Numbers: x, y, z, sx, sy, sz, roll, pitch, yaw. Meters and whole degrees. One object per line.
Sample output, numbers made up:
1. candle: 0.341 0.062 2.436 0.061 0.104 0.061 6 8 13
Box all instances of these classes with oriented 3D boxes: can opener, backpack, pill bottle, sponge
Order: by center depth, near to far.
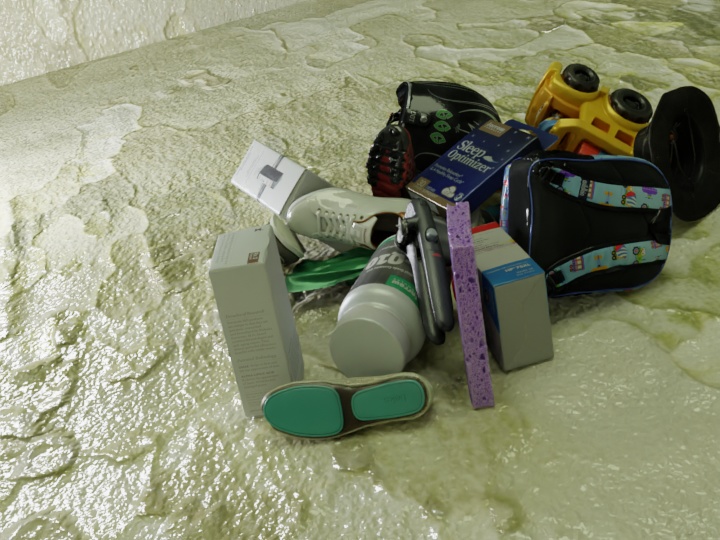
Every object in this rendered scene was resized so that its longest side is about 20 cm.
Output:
1. sponge: 0.122 0.038 1.134 0.029 0.203 0.112 -7 26 5
2. can opener: 0.083 -0.005 1.194 0.077 0.064 0.202 3 46 -9
3. pill bottle: 0.038 0.048 1.252 0.111 0.115 0.201 -1 29 21
4. backpack: 0.289 -0.062 1.290 0.196 0.187 0.134 -3 7 -12

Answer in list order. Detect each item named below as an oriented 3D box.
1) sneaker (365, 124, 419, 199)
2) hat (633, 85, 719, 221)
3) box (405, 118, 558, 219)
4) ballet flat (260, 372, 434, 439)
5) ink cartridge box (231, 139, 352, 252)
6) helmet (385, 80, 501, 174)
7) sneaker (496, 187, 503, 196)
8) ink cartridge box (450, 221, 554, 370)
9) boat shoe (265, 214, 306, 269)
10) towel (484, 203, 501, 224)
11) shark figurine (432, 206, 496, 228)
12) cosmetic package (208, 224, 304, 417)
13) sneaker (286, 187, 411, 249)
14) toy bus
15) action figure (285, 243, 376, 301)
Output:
1. sneaker: 0.057 -0.132 1.496 0.070 0.203 0.097 28 44 31
2. hat: 0.432 -0.158 1.418 0.080 0.203 0.200 -7 22 48
3. box: 0.171 -0.152 1.426 0.199 0.033 0.121 -39 35 -13
4. ballet flat: -0.013 0.153 1.150 0.196 0.069 0.062 -5 -1 8
5. ink cartridge box: -0.094 -0.115 1.578 0.085 0.143 0.200 -59 35 3
6. helmet: 0.135 -0.199 1.591 0.187 0.203 0.201 16 24 -11
7. sneaker: 0.249 -0.126 1.512 0.091 0.076 0.200 31 16 -2
8. ink cartridge box: 0.165 0.020 1.245 0.066 0.118 0.200 -15 27 -7
9. boat shoe: -0.121 -0.034 1.474 0.060 0.073 0.202 -34 -1 1
10. towel: 0.261 -0.057 1.461 0.144 0.022 0.201 -12 28 2
11. shark figurine: 0.161 -0.074 1.453 0.088 0.130 0.215 26 8 -19
12. cosmetic package: -0.120 0.061 1.199 0.073 0.203 0.102 -10 26 5
13. sneaker: -0.013 -0.070 1.421 0.196 0.074 0.085 -1 24 9
14. toy bus: 0.327 -0.189 1.507 0.198 0.137 0.193 30 47 7
15. action figure: 0.000 0.000 1.427 0.196 0.056 0.119 -10 25 14
